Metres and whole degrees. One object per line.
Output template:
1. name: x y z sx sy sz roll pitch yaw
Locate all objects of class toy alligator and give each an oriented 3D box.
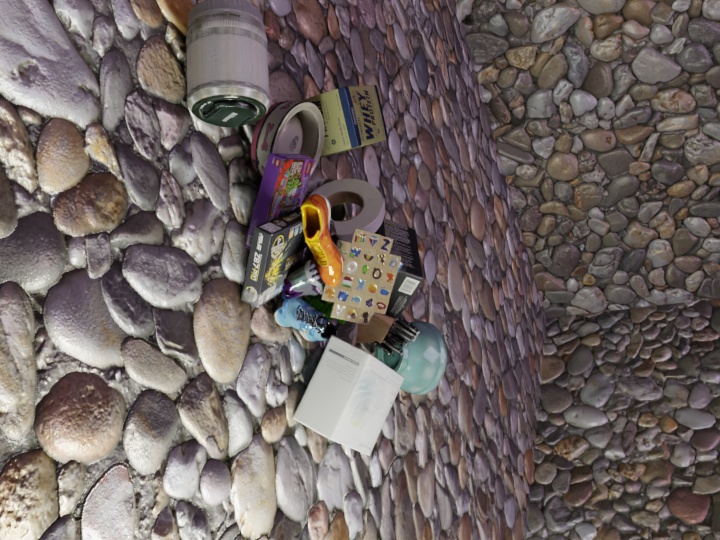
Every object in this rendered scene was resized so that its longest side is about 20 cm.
1. toy alligator: -0.101 0.074 1.693 0.199 0.060 0.054 35 9 -46

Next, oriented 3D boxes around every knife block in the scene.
1. knife block: 0.055 0.124 1.858 0.064 0.171 0.205 -53 129 -57

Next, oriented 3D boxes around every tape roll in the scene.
1. tape roll: -0.039 -0.142 1.709 0.038 0.197 0.206 80 20 -46

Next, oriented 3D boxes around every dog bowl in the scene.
1. dog bowl: -0.162 -0.275 1.560 0.200 0.072 0.204 -45 147 -41

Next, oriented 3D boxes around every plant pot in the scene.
1. plant pot: 0.124 0.237 1.982 0.132 0.198 0.207 11 70 -40

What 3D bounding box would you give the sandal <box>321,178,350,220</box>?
1. sandal: -0.061 -0.131 1.800 0.057 0.078 0.207 -13 86 -82

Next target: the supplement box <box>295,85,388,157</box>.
1. supplement box: -0.066 -0.351 1.717 0.199 0.195 0.138 -31 109 -62

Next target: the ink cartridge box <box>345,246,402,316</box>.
1. ink cartridge box: 0.000 0.000 1.700 0.083 0.200 0.147 30 94 -25

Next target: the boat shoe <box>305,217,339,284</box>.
1. boat shoe: -0.085 -0.032 1.626 0.061 0.070 0.204 57 -25 36

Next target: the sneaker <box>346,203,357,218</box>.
1. sneaker: -0.025 -0.088 1.874 0.082 0.075 0.206 42 46 -62

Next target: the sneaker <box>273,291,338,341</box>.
1. sneaker: -0.114 0.102 1.585 0.199 0.088 0.080 37 65 -51

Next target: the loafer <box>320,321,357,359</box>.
1. loafer: -0.043 0.197 1.759 0.201 0.070 0.064 -64 145 -54

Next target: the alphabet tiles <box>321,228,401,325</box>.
1. alphabet tiles: 0.003 0.016 1.588 0.162 0.006 0.206 13 98 -26

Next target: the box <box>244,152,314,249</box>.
1. box: -0.170 -0.145 1.511 0.136 0.038 0.205 -20 130 -64

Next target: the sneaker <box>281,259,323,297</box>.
1. sneaker: -0.130 0.024 1.549 0.200 0.086 0.076 95 -30 -81

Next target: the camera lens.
1. camera lens: -0.254 -0.391 1.375 0.159 0.156 0.207 16 68 -62

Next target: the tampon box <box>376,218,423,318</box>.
1. tampon box: 0.069 -0.010 1.861 0.123 0.152 0.203 19 37 -17

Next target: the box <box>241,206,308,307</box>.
1. box: -0.170 -0.033 1.499 0.200 0.048 0.165 -36 146 -62

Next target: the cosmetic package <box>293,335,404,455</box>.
1. cosmetic package: -0.022 0.289 1.630 0.199 0.121 0.204 39 75 -54

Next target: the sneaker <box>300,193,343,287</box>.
1. sneaker: -0.088 -0.056 1.500 0.077 0.071 0.205 -44 124 -54
